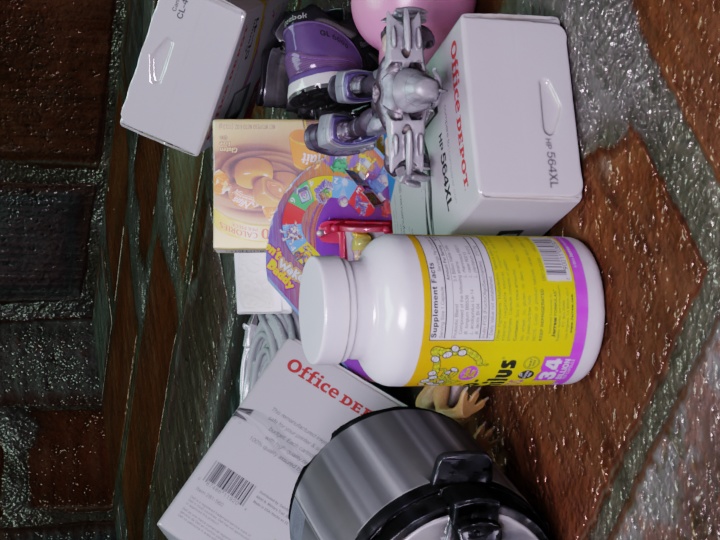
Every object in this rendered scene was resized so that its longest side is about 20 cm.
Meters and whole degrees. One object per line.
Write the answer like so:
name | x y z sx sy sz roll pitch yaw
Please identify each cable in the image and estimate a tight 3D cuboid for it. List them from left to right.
cable | -0.071 0.135 1.513 0.200 0.068 0.203 -143 59 -71

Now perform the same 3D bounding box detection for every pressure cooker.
pressure cooker | 0.048 0.216 1.134 0.176 0.178 0.200 52 178 -27

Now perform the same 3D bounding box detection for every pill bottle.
pill bottle | 0.061 0.028 1.068 0.104 0.197 0.106 -179 90 -74

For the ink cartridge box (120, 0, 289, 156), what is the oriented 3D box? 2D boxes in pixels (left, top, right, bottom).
ink cartridge box | -0.143 -0.205 1.472 0.200 0.085 0.149 -61 -8 -72

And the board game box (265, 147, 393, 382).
board game box | 0.000 0.000 1.307 0.200 0.039 0.158 48 111 10

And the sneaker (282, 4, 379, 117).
sneaker | 0.001 -0.186 1.354 0.199 0.075 0.089 5 -108 -62

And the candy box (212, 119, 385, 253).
candy box | -0.034 -0.075 1.390 0.055 0.197 0.117 147 123 -86

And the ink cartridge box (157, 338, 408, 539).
ink cartridge box | -0.055 0.183 1.331 0.201 0.145 0.085 -54 -18 -17

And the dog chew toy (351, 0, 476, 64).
dog chew toy | 0.043 -0.237 1.297 0.124 0.123 0.203 143 117 -70

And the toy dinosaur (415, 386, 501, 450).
toy dinosaur | 0.062 0.115 1.264 0.201 0.060 0.106 -55 34 -3

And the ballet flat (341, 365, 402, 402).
ballet flat | -0.007 0.121 1.518 0.076 0.067 0.200 -59 28 15

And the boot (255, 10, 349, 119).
boot | -0.041 -0.148 1.486 0.070 0.130 0.202 119 161 -55

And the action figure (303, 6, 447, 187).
action figure | 0.022 -0.129 1.155 0.200 0.069 0.132 -177 97 -71

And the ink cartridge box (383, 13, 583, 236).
ink cartridge box | 0.088 -0.086 1.182 0.200 0.083 0.148 128 140 -65

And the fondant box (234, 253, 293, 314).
fondant box | -0.080 -0.049 1.533 0.200 0.057 0.146 -60 -31 -77
